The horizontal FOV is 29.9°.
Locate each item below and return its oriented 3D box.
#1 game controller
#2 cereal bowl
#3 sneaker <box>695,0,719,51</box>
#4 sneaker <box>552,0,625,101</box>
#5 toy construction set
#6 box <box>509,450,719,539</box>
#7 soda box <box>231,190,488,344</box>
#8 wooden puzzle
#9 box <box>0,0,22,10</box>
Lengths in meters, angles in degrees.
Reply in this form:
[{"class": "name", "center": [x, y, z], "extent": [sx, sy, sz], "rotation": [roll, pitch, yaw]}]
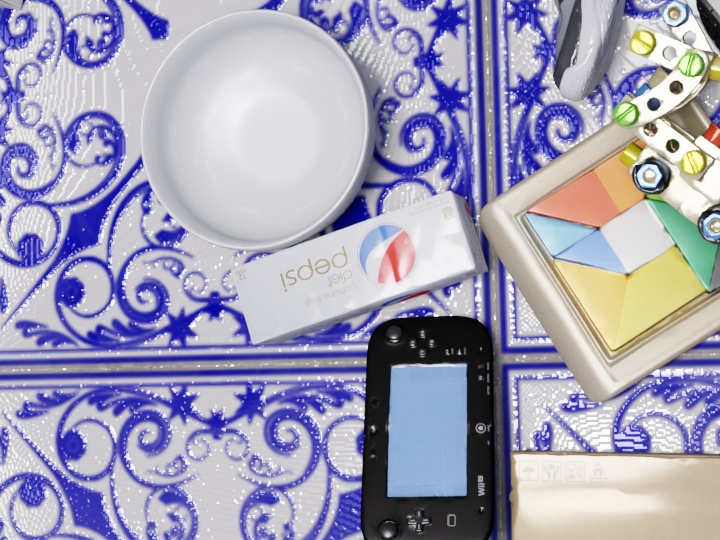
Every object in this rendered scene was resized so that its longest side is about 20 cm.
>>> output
[{"class": "game controller", "center": [0.054, 0.129, 1.067], "extent": [0.104, 0.042, 0.201], "rotation": [-7, 62, 17]}, {"class": "cereal bowl", "center": [-0.078, -0.113, 1.128], "extent": [0.198, 0.083, 0.202], "rotation": [-1, 86, 16]}, {"class": "sneaker", "center": [0.345, -0.151, 1.017], "extent": [0.087, 0.076, 0.201], "rotation": [-33, 79, 6]}, {"class": "sneaker", "center": [0.156, -0.238, 1.075], "extent": [0.113, 0.075, 0.202], "rotation": [12, 85, 17]}, {"class": "toy construction set", "center": [0.266, -0.097, 0.993], "extent": [0.200, 0.092, 0.132], "rotation": [45, 112, 27]}, {"class": "box", "center": [0.217, 0.226, 1.058], "extent": [0.198, 0.021, 0.165], "rotation": [-1, 87, 16]}, {"class": "soda box", "center": [0.000, 0.000, 1.111], "extent": [0.199, 0.064, 0.069], "rotation": [-19, 83, 15]}, {"class": "wooden puzzle", "center": [0.217, -0.022, 1.063], "extent": [0.199, 0.037, 0.186], "rotation": [-34, 79, 12]}, {"class": "box", "center": [-0.406, -0.298, 1.240], "extent": [0.199, 0.068, 0.083], "rotation": [11, 90, 17]}]
